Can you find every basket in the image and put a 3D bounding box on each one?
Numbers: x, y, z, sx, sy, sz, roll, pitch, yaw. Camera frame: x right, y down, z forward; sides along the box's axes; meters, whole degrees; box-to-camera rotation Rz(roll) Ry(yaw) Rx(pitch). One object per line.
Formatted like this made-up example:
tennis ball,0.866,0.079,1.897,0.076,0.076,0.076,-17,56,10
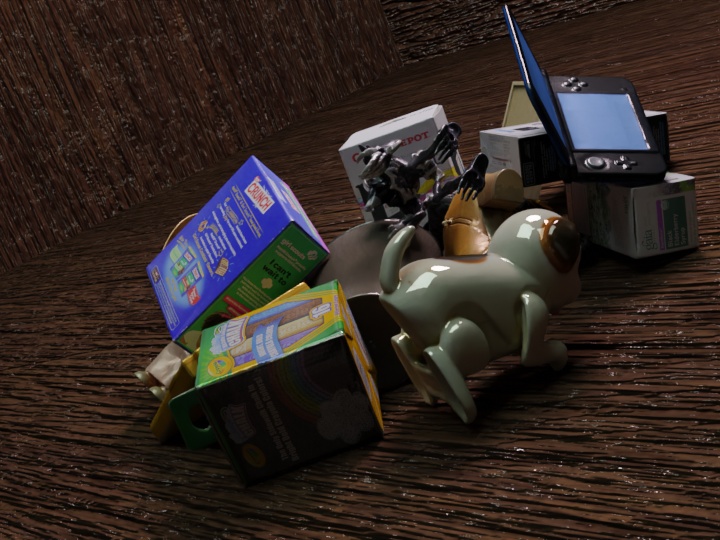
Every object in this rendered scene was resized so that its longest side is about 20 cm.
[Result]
basket,0.012,0.044,1.361,0.179,0.137,0.200,-28,16,12

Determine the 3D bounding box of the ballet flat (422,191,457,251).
ballet flat,0.088,-0.055,1.559,0.056,0.067,0.200,13,-26,-8

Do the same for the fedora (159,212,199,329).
fedora,-0.183,0.017,1.626,0.081,0.203,0.200,-9,19,39

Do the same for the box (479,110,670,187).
box,0.256,-0.149,1.454,0.198,0.061,0.117,-10,12,-15

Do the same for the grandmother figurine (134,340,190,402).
grandmother figurine,-0.195,0.078,1.531,0.200,0.061,0.121,-45,62,-10

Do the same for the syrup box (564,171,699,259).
syrup box,0.311,-0.073,1.405,0.080,0.080,0.200,-10,12,-12

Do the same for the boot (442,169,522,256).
boot,0.130,-0.008,1.352,0.070,0.204,0.144,13,-14,-14

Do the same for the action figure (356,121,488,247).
action figure,0.048,-0.097,1.355,0.102,0.119,0.199,-42,12,-33

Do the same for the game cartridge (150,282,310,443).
game cartridge,-0.148,0.105,1.377,0.176,0.033,0.200,-33,-15,-33

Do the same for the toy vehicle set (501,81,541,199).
toy vehicle set,0.226,-0.164,1.700,0.026,0.203,0.124,12,5,-18

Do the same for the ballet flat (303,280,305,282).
ballet flat,0.000,0.000,1.555,0.198,0.063,0.067,-8,28,-40

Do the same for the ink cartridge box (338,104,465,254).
ink cartridge box,0.073,-0.106,1.666,0.144,0.202,0.083,-17,14,18

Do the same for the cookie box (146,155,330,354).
cookie box,-0.151,-0.012,1.454,0.200,0.075,0.172,-45,37,9

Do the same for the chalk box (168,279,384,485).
chalk box,-0.090,0.118,1.212,0.198,0.126,0.124,-19,25,6

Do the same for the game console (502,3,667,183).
game console,0.246,-0.199,1.339,0.168,0.119,0.201,0,41,-4

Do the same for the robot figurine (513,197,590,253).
robot figurine,0.196,-0.054,1.474,0.059,0.144,0.200,-59,16,0

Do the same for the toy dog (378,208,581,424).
toy dog,0.124,0.020,1.165,0.199,0.195,0.139,-32,4,-13
